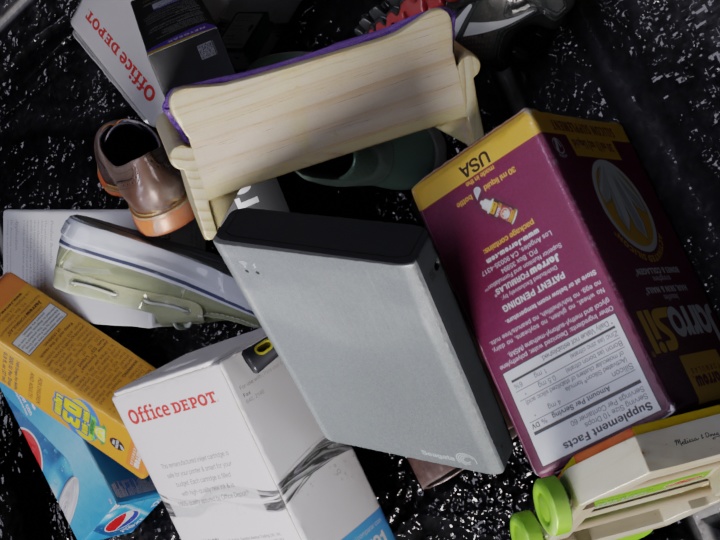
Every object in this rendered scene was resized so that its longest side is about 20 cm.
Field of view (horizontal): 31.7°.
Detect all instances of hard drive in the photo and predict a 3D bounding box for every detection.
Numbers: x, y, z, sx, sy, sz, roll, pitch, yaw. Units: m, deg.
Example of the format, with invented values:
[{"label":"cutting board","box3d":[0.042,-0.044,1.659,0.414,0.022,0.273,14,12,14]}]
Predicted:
[{"label":"hard drive","box3d":[0.007,0.047,0.790,0.139,0.200,0.033,7,51,31]}]

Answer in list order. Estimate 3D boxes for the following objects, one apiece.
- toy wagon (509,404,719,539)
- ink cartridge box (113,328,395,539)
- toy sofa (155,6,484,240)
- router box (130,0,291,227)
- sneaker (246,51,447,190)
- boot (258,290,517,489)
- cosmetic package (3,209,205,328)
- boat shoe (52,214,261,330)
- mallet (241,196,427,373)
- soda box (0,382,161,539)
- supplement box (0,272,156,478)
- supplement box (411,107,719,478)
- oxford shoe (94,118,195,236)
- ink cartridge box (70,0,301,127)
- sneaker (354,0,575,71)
[{"label":"toy wagon","box3d":[0.167,0.138,0.766,0.200,0.154,0.040,103,153,-63]},{"label":"ink cartridge box","box3d":[-0.078,0.154,0.942,0.146,0.086,0.201,-19,97,47]},{"label":"toy sofa","box3d":[-0.027,-0.103,0.802,0.083,0.199,0.098,-124,17,-64]},{"label":"router box","box3d":[-0.101,-0.096,0.921,0.157,0.052,0.201,-119,8,-62]},{"label":"sneaker","box3d":[-0.043,-0.118,0.941,0.200,0.118,0.074,29,110,35]},{"label":"boot","box3d":[0.012,0.084,0.931,0.200,0.072,0.167,-34,68,29]},{"label":"cosmetic package","box3d":[-0.228,-0.005,1.119,0.199,0.074,0.102,3,94,36]},{"label":"boat shoe","box3d":[-0.146,0.014,1.010,0.199,0.072,0.062,19,99,-2]},{"label":"mallet","box3d":[0.000,0.000,0.877,0.199,0.041,0.066,-28,60,-9]},{"label":"soda box","box3d":[-0.258,0.143,1.152,0.068,0.064,0.200,-47,64,29]},{"label":"supplement box","box3d":[-0.242,0.089,1.081,0.199,0.069,0.067,31,142,6]},{"label":"supplement box","box3d":[0.138,0.012,0.796,0.103,0.131,0.201,-33,73,32]},{"label":"oxford shoe","box3d":[-0.185,-0.099,1.046,0.200,0.071,0.073,41,157,56]},{"label":"ink cartridge box","box3d":[-0.131,-0.234,1.026,0.147,0.086,0.200,49,120,26]},{"label":"sneaker","box3d":[0.072,-0.174,0.873,0.098,0.071,0.200,46,150,-16]}]
